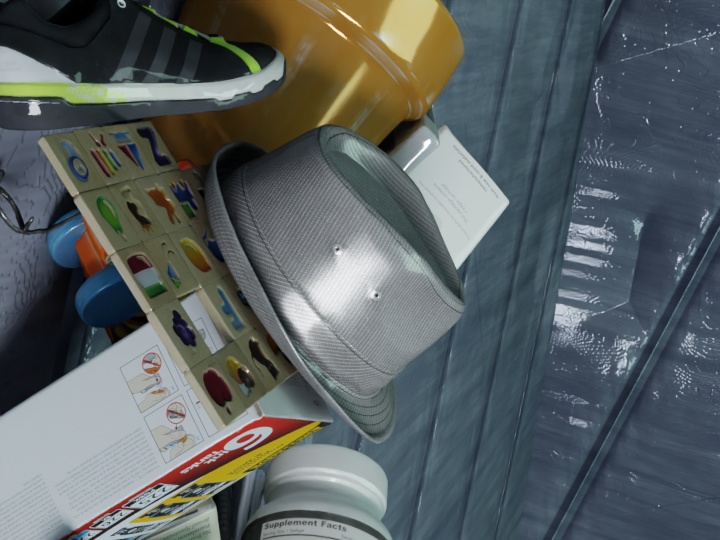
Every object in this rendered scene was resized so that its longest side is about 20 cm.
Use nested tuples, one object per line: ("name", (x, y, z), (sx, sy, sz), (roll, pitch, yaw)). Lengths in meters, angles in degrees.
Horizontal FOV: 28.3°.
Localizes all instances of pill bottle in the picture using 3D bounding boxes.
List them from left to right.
("pill bottle", (-0.034, 0.235, 1.024), (0.117, 0.115, 0.202), (82, 11, -50))

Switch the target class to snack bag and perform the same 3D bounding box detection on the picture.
("snack bag", (-0.096, 0.181, 1.174), (0.189, 0.021, 0.202), (121, -22, -69))

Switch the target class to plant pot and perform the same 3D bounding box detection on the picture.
("plant pot", (-0.059, -0.127, 0.981), (0.184, 0.199, 0.200), (-58, 160, -9))

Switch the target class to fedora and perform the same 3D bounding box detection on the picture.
("fedora", (-0.002, -0.008, 0.847), (0.201, 0.090, 0.177), (54, 19, -12))

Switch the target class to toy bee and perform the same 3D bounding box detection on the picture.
("toy bee", (-0.135, -0.013, 0.876), (0.132, 0.108, 0.200), (61, -4, 8))

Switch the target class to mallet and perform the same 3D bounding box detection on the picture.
("mallet", (-0.107, 0.145, 1.103), (0.200, 0.041, 0.067), (-105, -161, -64))

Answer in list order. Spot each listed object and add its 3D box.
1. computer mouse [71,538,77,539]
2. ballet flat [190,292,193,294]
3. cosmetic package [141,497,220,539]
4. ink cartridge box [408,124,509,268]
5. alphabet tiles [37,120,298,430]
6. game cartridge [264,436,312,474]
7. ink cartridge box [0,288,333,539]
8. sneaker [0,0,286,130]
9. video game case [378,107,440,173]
("computer mouse", (-0.207, 0.204, 0.818), (0.200, 0.034, 0.059), (-50, 179, 37))
("ballet flat", (-0.133, 0.057, 1.037), (0.072, 0.071, 0.203), (46, 58, -70))
("cosmetic package", (-0.152, 0.233, 1.015), (0.104, 0.071, 0.202), (-21, 132, -21))
("ink cartridge box", (0.000, 0.000, 1.077), (0.200, 0.085, 0.145), (-49, -167, -25))
("alphabet tiles", (-0.087, -0.009, 0.787), (0.168, 0.008, 0.200), (58, 17, 0))
("game cartridge", (-0.065, 0.119, 1.302), (0.134, 0.041, 0.202), (-90, -179, -54))
("ink cartridge box", (-0.126, 0.105, 0.859), (0.084, 0.199, 0.175), (61, 11, 14))
("sneaker", (-0.125, -0.130, 0.817), (0.199, 0.071, 0.084), (-13, 104, -39))
("video game case", (-0.023, -0.060, 1.096), (0.200, 0.023, 0.182), (-41, -167, 12))
